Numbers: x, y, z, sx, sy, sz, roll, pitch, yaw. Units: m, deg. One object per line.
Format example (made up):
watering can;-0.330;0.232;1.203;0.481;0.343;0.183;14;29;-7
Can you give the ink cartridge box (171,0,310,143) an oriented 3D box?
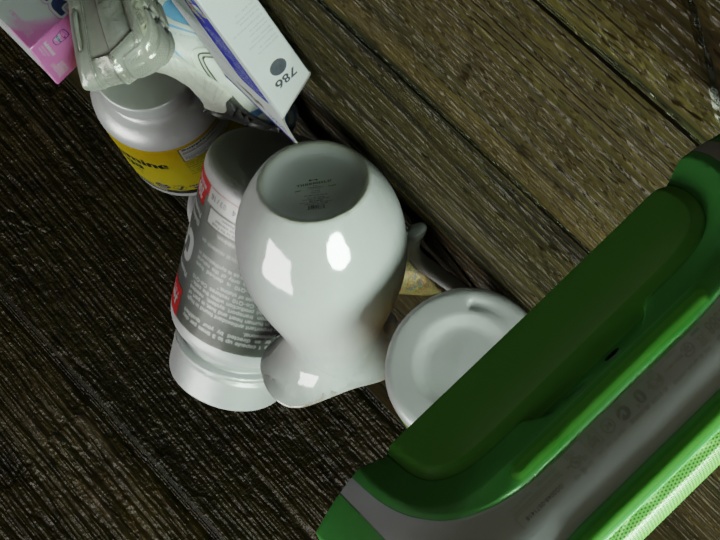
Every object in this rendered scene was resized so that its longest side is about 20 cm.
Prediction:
ink cartridge box;-0.094;-0.173;1.531;0.099;0.039;0.200;44;173;39

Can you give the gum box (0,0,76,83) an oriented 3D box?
gum box;-0.279;-0.265;1.952;0.200;0.113;0.066;44;174;26

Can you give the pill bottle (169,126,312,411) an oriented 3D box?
pill bottle;-0.083;0.001;1.806;0.114;0.113;0.201;43;131;35

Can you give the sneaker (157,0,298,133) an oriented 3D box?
sneaker;-0.099;-0.151;1.678;0.072;0.073;0.200;17;172;33

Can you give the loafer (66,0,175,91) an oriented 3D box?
loafer;-0.182;-0.209;1.558;0.070;0.069;0.201;49;-161;-58

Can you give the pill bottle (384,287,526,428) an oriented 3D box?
pill bottle;0.091;0.097;1.655;0.111;0.111;0.200;45;175;25

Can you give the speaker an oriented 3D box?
speaker;0.081;0.044;0.773;0.088;0.200;0.088;46;175;5

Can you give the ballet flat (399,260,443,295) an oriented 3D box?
ballet flat;-0.012;-0.025;1.849;0.200;0.071;0.071;43;174;36

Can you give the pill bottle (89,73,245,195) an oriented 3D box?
pill bottle;-0.157;-0.139;1.911;0.112;0.112;0.200;46;175;15

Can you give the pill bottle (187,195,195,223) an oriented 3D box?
pill bottle;-0.058;-0.016;2.051;0.111;0.111;0.200;42;173;48

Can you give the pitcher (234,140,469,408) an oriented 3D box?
pitcher;0.000;0.000;1.680;0.201;0.170;0.122;82;175;-48
